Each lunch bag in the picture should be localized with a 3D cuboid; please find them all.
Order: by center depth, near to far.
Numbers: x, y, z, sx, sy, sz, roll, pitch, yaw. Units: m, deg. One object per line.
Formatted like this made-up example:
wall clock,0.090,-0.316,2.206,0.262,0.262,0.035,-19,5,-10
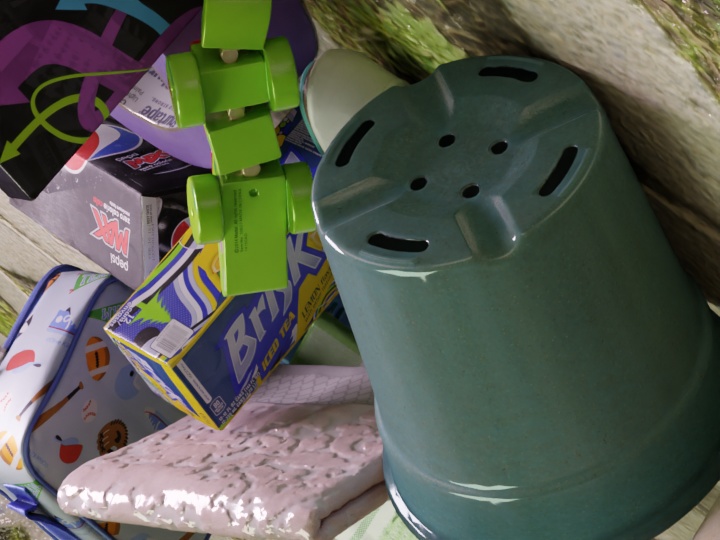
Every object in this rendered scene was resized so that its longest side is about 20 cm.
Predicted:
lunch bag,-0.157,0.099,1.634,0.075,0.161,0.200,7,153,40

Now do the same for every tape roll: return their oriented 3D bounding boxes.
tape roll,-0.127,-0.156,1.512,0.200,0.085,0.200,37,164,12

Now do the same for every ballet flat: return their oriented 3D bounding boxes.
ballet flat,0.032,-0.059,1.458,0.069,0.070,0.200,30,166,35

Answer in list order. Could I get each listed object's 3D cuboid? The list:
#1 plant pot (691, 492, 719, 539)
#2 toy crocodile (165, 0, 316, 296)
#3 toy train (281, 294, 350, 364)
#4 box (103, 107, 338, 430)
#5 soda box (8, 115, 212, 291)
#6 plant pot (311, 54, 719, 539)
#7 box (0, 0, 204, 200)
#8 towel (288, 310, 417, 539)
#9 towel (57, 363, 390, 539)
plant pot,0.233,0.160,1.278,0.200,0.184,0.201,24,161,9
toy crocodile,-0.064,-0.072,1.402,0.062,0.067,0.201,-111,11,-54
toy train,-0.083,0.025,1.714,0.114,0.087,0.200,39,159,-17
box,-0.051,-0.011,1.512,0.064,0.200,0.070,27,160,41
soda box,-0.151,-0.050,1.626,0.200,0.063,0.071,29,126,53
plant pot,0.076,0.012,1.313,0.200,0.200,0.196,27,152,42
box,-0.156,-0.156,1.357,0.143,0.200,0.036,47,160,-27
towel,0.029,0.126,1.626,0.200,0.031,0.149,37,129,6
towel,-0.041,0.098,1.487,0.200,0.191,0.032,0,111,42
